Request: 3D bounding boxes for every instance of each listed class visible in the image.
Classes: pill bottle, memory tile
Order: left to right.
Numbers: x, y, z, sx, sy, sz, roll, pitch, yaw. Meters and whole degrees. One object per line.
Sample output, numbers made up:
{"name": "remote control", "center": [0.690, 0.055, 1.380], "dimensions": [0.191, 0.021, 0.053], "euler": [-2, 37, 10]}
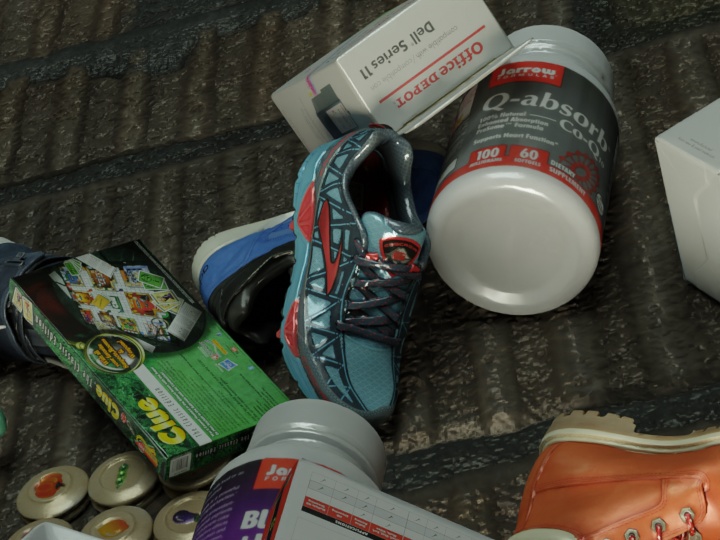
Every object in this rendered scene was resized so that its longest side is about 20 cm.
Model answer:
{"name": "memory tile", "center": [-0.155, 0.179, 1.268], "dimensions": [0.152, 0.017, 0.201], "euler": [-10, 35, 12]}
{"name": "pill bottle", "center": [-0.042, 0.168, 1.146], "dimensions": [0.110, 0.112, 0.201], "euler": [-6, 36, 17]}
{"name": "pill bottle", "center": [0.115, -0.074, 1.404], "dimensions": [0.115, 0.117, 0.201], "euler": [-6, 37, 18]}

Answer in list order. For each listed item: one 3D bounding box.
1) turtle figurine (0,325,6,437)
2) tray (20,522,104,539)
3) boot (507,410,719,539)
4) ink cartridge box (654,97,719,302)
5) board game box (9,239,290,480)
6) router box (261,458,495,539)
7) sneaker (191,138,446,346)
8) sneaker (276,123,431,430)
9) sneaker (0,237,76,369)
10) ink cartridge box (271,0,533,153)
{"name": "turtle figurine", "center": [-0.303, 0.121, 1.351], "dimensions": [0.198, 0.101, 0.151], "euler": [-23, 75, -4]}
{"name": "tray", "center": [-0.157, 0.190, 1.135], "dimensions": [0.106, 0.022, 0.200], "euler": [16, 13, 6]}
{"name": "boot", "center": [0.170, 0.140, 1.129], "dimensions": [0.199, 0.075, 0.107], "euler": [0, 41, 39]}
{"name": "ink cartridge box", "center": [0.292, -0.074, 1.323], "dimensions": [0.199, 0.116, 0.068], "euler": [-30, 36, -18]}
{"name": "board game box", "center": [-0.137, 0.054, 1.358], "dimensions": [0.104, 0.024, 0.200], "euler": [-15, 44, -34]}
{"name": "router box", "center": [0.032, 0.204, 1.022], "dimensions": [0.199, 0.049, 0.180], "euler": [24, 40, -4]}
{"name": "sneaker", "center": [-0.013, -0.013, 1.412], "dimensions": [0.198, 0.077, 0.111], "euler": [-24, 32, -6]}
{"name": "sneaker", "center": [0.000, 0.000, 1.310], "dimensions": [0.095, 0.079, 0.202], "euler": [-30, 58, 54]}
{"name": "sneaker", "center": [-0.272, 0.050, 1.447], "dimensions": [0.145, 0.077, 0.202], "euler": [14, 45, 42]}
{"name": "ink cartridge box", "center": [0.026, -0.139, 1.419], "dimensions": [0.117, 0.068, 0.200], "euler": [-37, 8, -17]}
